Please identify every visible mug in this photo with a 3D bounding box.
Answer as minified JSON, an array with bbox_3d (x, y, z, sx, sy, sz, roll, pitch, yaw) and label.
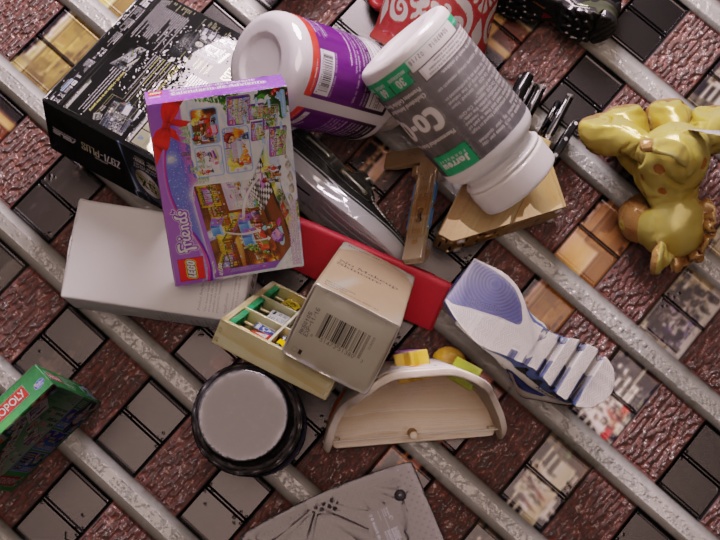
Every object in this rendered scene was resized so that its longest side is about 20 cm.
[{"bbox_3d":[0.082,-0.344,1.197,0.177,0.133,0.201,22,109,17],"label":"mug"}]

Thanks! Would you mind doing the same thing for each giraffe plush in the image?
[{"bbox_3d":[0.341,-0.089,1.194,0.172,0.200,0.163,-11,112,-14],"label":"giraffe plush"}]

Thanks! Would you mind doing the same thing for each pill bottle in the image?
[{"bbox_3d":[0.104,-0.162,1.119,0.113,0.113,0.200,-45,104,-9],"label":"pill bottle"},{"bbox_3d":[-0.111,0.152,1.094,0.111,0.200,0.112,0,79,-2],"label":"pill bottle"},{"bbox_3d":[-0.036,-0.204,1.169,0.112,0.200,0.113,-4,83,41],"label":"pill bottle"}]

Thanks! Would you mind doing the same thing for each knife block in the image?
[{"bbox_3d":[0.156,-0.131,1.229,0.199,0.064,0.176,-17,80,-5],"label":"knife block"}]

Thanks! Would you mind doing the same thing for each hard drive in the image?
[{"bbox_3d":[-0.014,0.298,1.150,0.199,0.042,0.135,-22,80,-6],"label":"hard drive"}]

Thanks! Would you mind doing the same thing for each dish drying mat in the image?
[{"bbox_3d":[0.000,0.000,1.198,0.199,0.077,0.018,23,41,2],"label":"dish drying mat"}]

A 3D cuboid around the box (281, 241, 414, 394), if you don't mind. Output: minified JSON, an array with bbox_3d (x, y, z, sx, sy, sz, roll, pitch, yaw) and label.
[{"bbox_3d":[-0.007,0.042,1.082,0.095,0.200,0.078,26,104,-1],"label":"box"}]

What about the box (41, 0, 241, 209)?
[{"bbox_3d":[-0.217,-0.188,1.180,0.163,0.086,0.200,28,59,8],"label":"box"}]

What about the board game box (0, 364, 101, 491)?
[{"bbox_3d":[-0.339,0.163,1.084,0.135,0.200,0.029,-44,82,-9],"label":"board game box"}]

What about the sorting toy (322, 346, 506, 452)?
[{"bbox_3d":[0.058,0.125,1.116,0.199,0.180,0.107,-4,79,-3],"label":"sorting toy"}]

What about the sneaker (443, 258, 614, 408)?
[{"bbox_3d":[0.170,0.086,1.163,0.199,0.115,0.081,39,74,8],"label":"sneaker"}]

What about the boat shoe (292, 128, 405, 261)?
[{"bbox_3d":[-0.015,-0.087,1.209,0.200,0.072,0.071,43,65,-2],"label":"boat shoe"}]

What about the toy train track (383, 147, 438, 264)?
[{"bbox_3d":[0.078,-0.088,1.212,0.114,0.033,0.201,-6,54,27],"label":"toy train track"}]

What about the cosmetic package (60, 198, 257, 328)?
[{"bbox_3d":[-0.215,-0.003,1.183,0.199,0.081,0.113,10,79,1],"label":"cosmetic package"}]

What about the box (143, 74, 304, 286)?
[{"bbox_3d":[-0.133,-0.088,1.083,0.136,0.039,0.201,-9,120,-10],"label":"box"}]

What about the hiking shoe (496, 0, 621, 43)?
[{"bbox_3d":[0.217,-0.344,1.277,0.199,0.076,0.101,26,62,1],"label":"hiking shoe"}]

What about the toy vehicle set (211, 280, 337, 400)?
[{"bbox_3d":[-0.066,0.067,1.116,0.124,0.200,0.027,26,103,4],"label":"toy vehicle set"}]
